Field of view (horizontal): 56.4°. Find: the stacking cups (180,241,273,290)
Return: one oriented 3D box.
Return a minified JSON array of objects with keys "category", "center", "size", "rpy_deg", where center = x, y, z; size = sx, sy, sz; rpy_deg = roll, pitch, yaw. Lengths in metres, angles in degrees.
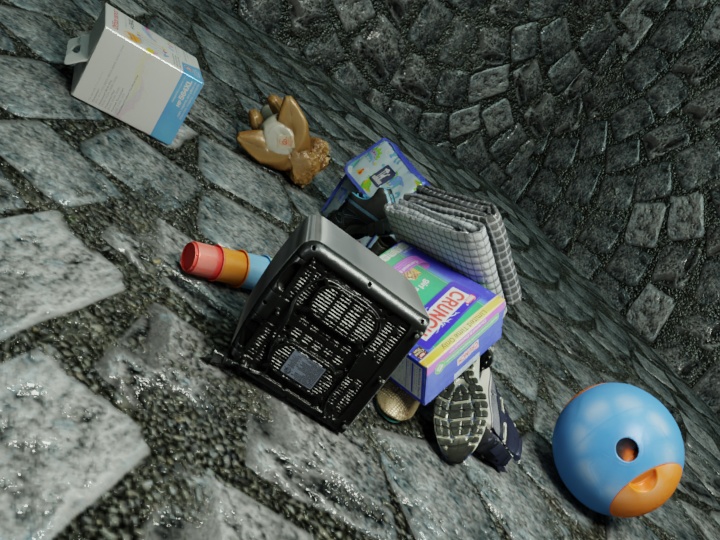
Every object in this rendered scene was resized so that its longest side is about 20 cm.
[{"category":"stacking cups","center":[-0.149,0.006,0.907],"size":[0.197,0.061,0.061],"rpy_deg":[12,31,-44]}]

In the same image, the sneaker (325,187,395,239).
[{"category":"sneaker","center":[-0.013,-0.096,1.188],"size":[0.072,0.196,0.085],"rpy_deg":[-11,94,-54]}]

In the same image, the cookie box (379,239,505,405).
[{"category":"cookie box","center":[0.075,0.064,0.944],"size":[0.170,0.077,0.198],"rpy_deg":[-33,49,-31]}]

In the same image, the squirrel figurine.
[{"category":"squirrel figurine","center":[-0.158,-0.274,1.434],"size":[0.200,0.141,0.187],"rpy_deg":[46,5,-21]}]

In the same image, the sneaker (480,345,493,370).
[{"category":"sneaker","center":[0.130,0.076,1.075],"size":[0.197,0.067,0.091],"rpy_deg":[30,39,5]}]

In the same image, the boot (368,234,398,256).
[{"category":"boot","center":[0.000,0.000,1.060],"size":[0.067,0.132,0.200],"rpy_deg":[39,19,8]}]

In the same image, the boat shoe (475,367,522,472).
[{"category":"boat shoe","center":[0.197,0.222,1.037],"size":[0.093,0.075,0.201],"rpy_deg":[42,25,-11]}]

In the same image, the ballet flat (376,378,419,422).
[{"category":"ballet flat","center":[0.072,0.149,0.962],"size":[0.070,0.066,0.200],"rpy_deg":[39,19,2]}]

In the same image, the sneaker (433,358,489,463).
[{"category":"sneaker","center":[0.143,0.186,0.964],"size":[0.076,0.091,0.203],"rpy_deg":[4,47,8]}]

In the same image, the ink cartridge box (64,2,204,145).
[{"category":"ink cartridge box","center":[-0.379,-0.329,1.109],"size":[0.197,0.126,0.130],"rpy_deg":[25,23,-34]}]

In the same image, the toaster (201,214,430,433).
[{"category":"toaster","center":[-0.047,0.058,0.779],"size":[0.198,0.182,0.119],"rpy_deg":[33,16,-15]}]

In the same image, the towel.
[{"category":"towel","center":[0.143,-0.033,1.013],"size":[0.198,0.085,0.168],"rpy_deg":[25,-32,47]}]

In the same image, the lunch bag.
[{"category":"lunch bag","center":[0.037,-0.134,1.324],"size":[0.126,0.201,0.171],"rpy_deg":[15,30,-48]}]

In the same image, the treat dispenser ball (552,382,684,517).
[{"category":"treat dispenser ball","center":[0.404,0.282,1.063],"size":[0.198,0.202,0.202],"rpy_deg":[33,20,-13]}]
